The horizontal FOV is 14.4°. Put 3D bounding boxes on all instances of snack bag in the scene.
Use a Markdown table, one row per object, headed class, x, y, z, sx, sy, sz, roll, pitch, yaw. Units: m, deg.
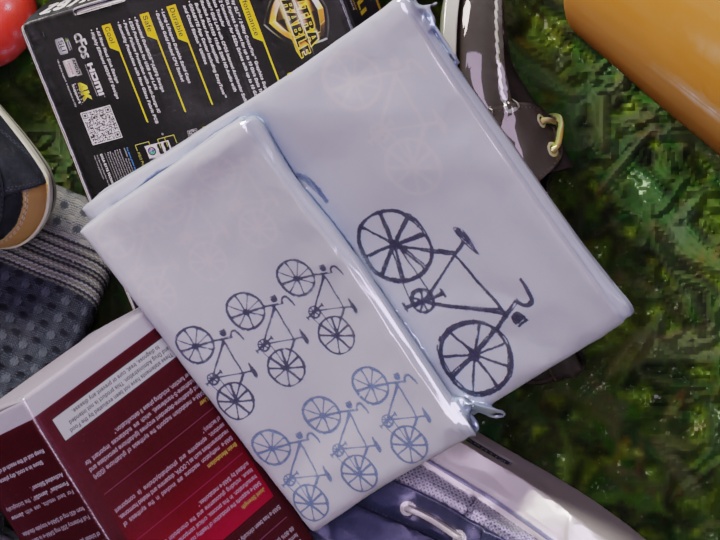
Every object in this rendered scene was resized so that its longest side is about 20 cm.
| class | x | y | z | sx | sy | sz | roll | pitch | yaw |
| --- | --- | --- | --- | --- | --- | --- | --- | --- | --- |
| snack bag | 0.000 | 0.000 | 1.291 | 0.200 | 0.021 | 0.189 | -32 | 100 | 22 |

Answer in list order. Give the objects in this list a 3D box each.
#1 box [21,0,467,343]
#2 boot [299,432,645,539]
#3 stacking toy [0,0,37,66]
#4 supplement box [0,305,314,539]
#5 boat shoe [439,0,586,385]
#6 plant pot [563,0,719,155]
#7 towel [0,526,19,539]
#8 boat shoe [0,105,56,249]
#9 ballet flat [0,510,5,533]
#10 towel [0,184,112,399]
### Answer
| class | x | y | z | sx | sy | sz | roll | pitch | yaw |
| --- | --- | --- | --- | --- | --- | --- | --- | --- | --- |
| box | -0.049 | -0.050 | 1.328 | 0.160 | 0.049 | 0.200 | -15 | 106 | 23 |
| boot | 0.053 | 0.131 | 1.371 | 0.200 | 0.073 | 0.090 | 32 | 98 | 15 |
| stacking toy | -0.246 | -0.169 | 1.408 | 0.200 | 0.085 | 0.085 | 35 | 91 | 3 |
| supplement box | -0.088 | 0.127 | 1.327 | 0.061 | 0.109 | 0.200 | -27 | 97 | 43 |
| boat shoe | 0.072 | -0.045 | 1.371 | 0.061 | 0.072 | 0.201 | -4 | 95 | 9 |
| plant pot | 0.202 | -0.125 | 1.312 | 0.183 | 0.200 | 0.200 | 30 | 91 | 23 |
| towel | -0.162 | 0.233 | 1.394 | 0.200 | 0.048 | 0.171 | 31 | 91 | 6 |
| boat shoe | -0.227 | -0.087 | 1.355 | 0.200 | 0.062 | 0.075 | 47 | 114 | 9 |
| ballet flat | -0.212 | 0.063 | 1.390 | 0.074 | 0.074 | 0.200 | -10 | 57 | 6 |
| towel | -0.231 | 0.011 | 1.364 | 0.200 | 0.035 | 0.193 | 24 | 56 | -3 |
